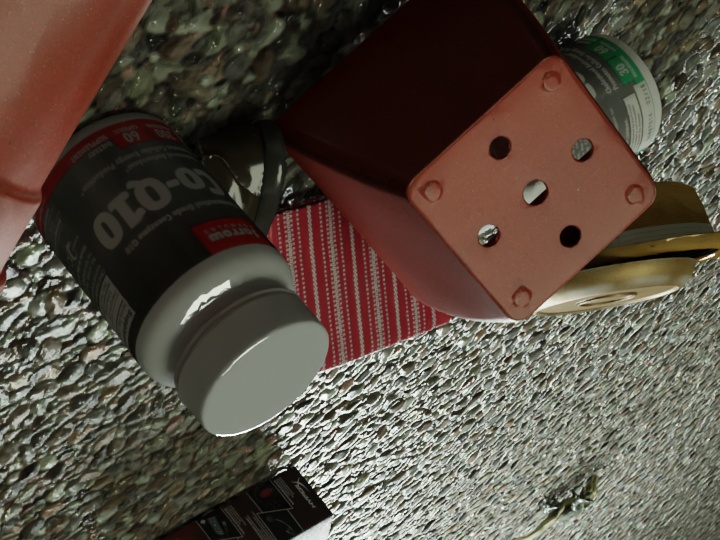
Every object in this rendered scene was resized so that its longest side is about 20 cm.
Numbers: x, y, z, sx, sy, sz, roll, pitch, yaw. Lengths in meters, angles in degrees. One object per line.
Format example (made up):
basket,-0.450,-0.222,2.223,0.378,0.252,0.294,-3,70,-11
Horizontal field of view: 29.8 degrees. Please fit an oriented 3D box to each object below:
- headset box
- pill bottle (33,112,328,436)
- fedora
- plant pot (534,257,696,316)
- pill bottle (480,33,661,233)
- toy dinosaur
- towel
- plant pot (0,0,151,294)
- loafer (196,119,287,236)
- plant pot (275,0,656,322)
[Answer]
headset box,-0.136,0.312,1.410,0.200,0.075,0.149,-26,148,-29
pill bottle,-0.115,0.001,0.866,0.114,0.200,0.114,-32,151,-20
fedora,0.303,-0.046,1.432,0.200,0.082,0.201,-9,171,-1
plant pot,0.261,0.021,1.447,0.200,0.028,0.200,-9,172,-1
pill bottle,0.147,-0.112,1.141,0.200,0.113,0.113,-30,150,-24
toy dinosaur,0.313,0.373,2.114,0.200,0.047,0.088,-26,155,-23
towel,0.000,0.000,1.128,0.200,0.022,0.145,-18,108,-40
plant pot,-0.193,-0.125,0.621,0.195,0.201,0.201,-53,152,2
loafer,-0.108,-0.023,0.994,0.071,0.073,0.200,3,121,-19
plant pot,0.090,-0.076,0.959,0.200,0.176,0.200,-42,116,0
